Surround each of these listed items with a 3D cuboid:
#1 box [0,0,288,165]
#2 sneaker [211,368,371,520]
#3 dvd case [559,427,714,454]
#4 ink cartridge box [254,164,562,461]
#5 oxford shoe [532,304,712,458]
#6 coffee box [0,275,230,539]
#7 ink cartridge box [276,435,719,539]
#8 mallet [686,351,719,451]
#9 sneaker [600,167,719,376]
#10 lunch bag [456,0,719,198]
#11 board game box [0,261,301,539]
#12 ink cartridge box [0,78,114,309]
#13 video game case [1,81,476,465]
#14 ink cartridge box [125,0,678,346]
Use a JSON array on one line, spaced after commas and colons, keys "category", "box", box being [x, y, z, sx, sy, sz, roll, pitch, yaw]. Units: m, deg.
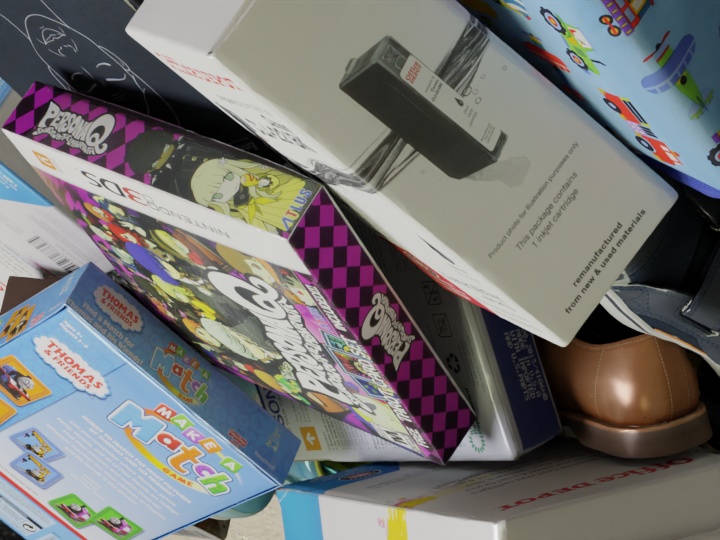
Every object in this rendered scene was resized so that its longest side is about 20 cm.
[{"category": "box", "box": [-0.111, -0.142, 1.144, 0.200, 0.107, 0.148, 44, 152, -22]}, {"category": "sneaker", "box": [-0.043, 0.109, 1.433, 0.130, 0.080, 0.200, 25, 155, 18]}, {"category": "dvd case", "box": [0.155, 0.121, 1.306, 0.200, 0.022, 0.146, 33, 155, 53]}, {"category": "ink cartridge box", "box": [0.000, 0.000, 1.248, 0.200, 0.043, 0.197, -5, 105, 54]}, {"category": "oxford shoe", "box": [0.099, 0.042, 1.236, 0.200, 0.071, 0.072, 6, 112, 54]}, {"category": "coffee box", "box": [-0.144, 0.086, 1.490, 0.079, 0.115, 0.200, 5, 164, 24]}, {"category": "ink cartridge box", "box": [0.078, 0.167, 1.210, 0.200, 0.147, 0.145, 1, 100, 59]}, {"category": "mallet", "box": [0.128, 0.030, 1.269, 0.200, 0.041, 0.066, 28, 155, 19]}, {"category": "sneaker", "box": [0.181, 0.012, 1.128, 0.200, 0.079, 0.079, 36, 161, -33]}, {"category": "lunch bag", "box": [0.080, -0.117, 1.018, 0.200, 0.094, 0.151, 14, 153, 51]}, {"category": "board game box", "box": [-0.149, 0.085, 1.309, 0.151, 0.037, 0.200, 42, 140, -19]}, {"category": "ink cartridge box", "box": [-0.208, -0.043, 1.466, 0.115, 0.068, 0.200, 40, 152, -18]}, {"category": "video game case", "box": [-0.054, 0.002, 1.155, 0.181, 0.036, 0.200, 22, 158, 35]}, {"category": "ink cartridge box", "box": [0.013, -0.069, 1.031, 0.200, 0.084, 0.144, 39, 176, -21]}]
